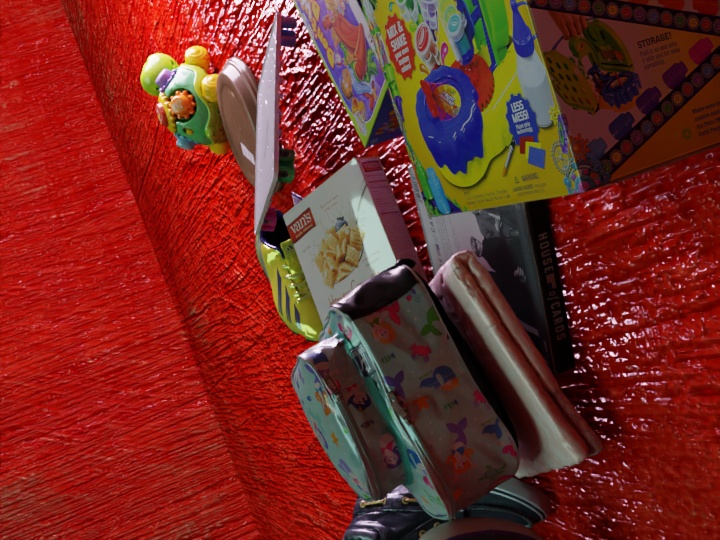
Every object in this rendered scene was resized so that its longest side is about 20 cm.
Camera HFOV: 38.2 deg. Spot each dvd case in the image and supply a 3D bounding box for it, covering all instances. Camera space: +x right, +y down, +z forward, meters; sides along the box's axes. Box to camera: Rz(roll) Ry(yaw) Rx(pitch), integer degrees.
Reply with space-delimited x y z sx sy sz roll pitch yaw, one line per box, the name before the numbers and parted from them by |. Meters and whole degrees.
dvd case | 0.107 -0.010 0.883 0.200 0.025 0.151 32 139 64

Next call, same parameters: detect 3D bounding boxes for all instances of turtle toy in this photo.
turtle toy | -0.273 -0.269 1.618 0.200 0.101 0.146 57 159 35

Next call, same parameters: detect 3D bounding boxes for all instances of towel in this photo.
towel | 0.116 0.085 0.884 0.191 0.032 0.200 57 167 8

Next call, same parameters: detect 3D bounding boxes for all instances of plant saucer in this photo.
plant saucer | -0.160 -0.202 1.475 0.200 0.029 0.200 55 157 37

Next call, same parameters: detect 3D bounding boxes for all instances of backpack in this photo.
backpack | 0.037 0.114 0.875 0.200 0.150 0.178 53 166 7

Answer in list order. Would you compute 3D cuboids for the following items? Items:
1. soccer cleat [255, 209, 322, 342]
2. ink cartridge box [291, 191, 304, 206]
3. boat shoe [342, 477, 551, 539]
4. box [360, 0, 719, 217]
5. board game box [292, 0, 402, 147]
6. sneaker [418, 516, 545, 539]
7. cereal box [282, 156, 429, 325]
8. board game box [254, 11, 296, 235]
soccer cleat | -0.079 0.005 1.270 0.084 0.065 0.200 98 150 -42
ink cartridge box | -0.015 0.010 1.249 0.196 0.043 0.200 -148 44 -64
boat shoe | 0.080 0.242 0.992 0.200 0.091 0.071 -1 141 34
box | 0.099 -0.144 0.596 0.200 0.122 0.193 175 76 -72
board game box | -0.006 -0.232 0.944 0.200 0.045 0.135 65 162 16
sneaker | 0.144 0.282 0.822 0.081 0.200 0.147 -60 22 20
cereal box | 0.000 0.000 1.092 0.144 0.039 0.200 -34 73 46
board game box | -0.100 -0.165 1.217 0.200 0.026 0.200 126 145 -70
